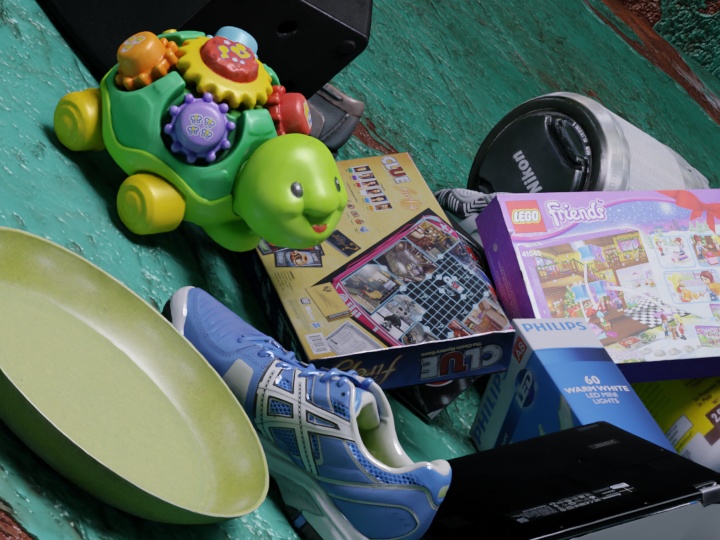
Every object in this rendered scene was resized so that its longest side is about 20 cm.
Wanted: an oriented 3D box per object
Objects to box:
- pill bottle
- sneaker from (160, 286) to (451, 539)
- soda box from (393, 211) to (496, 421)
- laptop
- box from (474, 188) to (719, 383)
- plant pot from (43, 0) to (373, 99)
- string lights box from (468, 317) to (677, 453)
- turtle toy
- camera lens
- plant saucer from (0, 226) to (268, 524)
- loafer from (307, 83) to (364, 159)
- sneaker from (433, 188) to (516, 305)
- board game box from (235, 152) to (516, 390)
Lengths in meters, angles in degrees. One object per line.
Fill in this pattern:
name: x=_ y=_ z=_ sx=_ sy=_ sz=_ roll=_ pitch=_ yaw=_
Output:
pill bottle: x=0.230 y=0.069 z=1.688 sx=0.200 sy=0.109 sz=0.109 roll=51 pitch=18 yaw=24
sneaker: x=-0.029 y=0.076 z=1.228 sx=0.200 sy=0.077 sz=0.076 roll=45 pitch=18 yaw=15
soda box: x=0.051 y=0.025 z=1.551 sx=0.063 sy=0.071 sz=0.200 roll=43 pitch=16 yaw=-12
laptop: x=0.123 y=0.182 z=1.264 sx=0.186 sy=0.117 sz=0.200 roll=-11 pitch=19 yaw=-30
box: x=0.190 y=0.011 z=1.596 sx=0.199 sy=0.039 sz=0.137 roll=-2 pitch=63 yaw=-28
plant pot: x=-0.103 y=-0.205 z=1.598 sx=0.200 sy=0.199 sz=0.178 roll=25 pitch=35 yaw=-46
string lights box: x=0.147 y=0.131 z=1.432 sx=0.059 sy=0.103 sz=0.200 roll=-1 pitch=38 yaw=-27
turtle toy: x=-0.084 y=-0.081 z=1.386 sx=0.145 sy=0.101 sz=0.200 roll=-11 pitch=51 yaw=-44
camera lens: x=0.200 y=-0.052 z=1.935 sx=0.200 sy=0.160 sz=0.160 roll=25 pitch=23 yaw=-46
plant saucer: x=-0.131 y=0.058 z=1.120 sx=0.200 sy=0.031 sz=0.200 roll=39 pitch=16 yaw=-13
loafer: x=-0.073 y=-0.169 z=1.771 sx=0.200 sy=0.063 sz=0.072 roll=48 pitch=17 yaw=17
sneaker: x=0.092 y=0.003 z=1.709 sx=0.075 sy=0.115 sz=0.200 roll=33 pitch=-16 yaw=-30
board game box: x=0.000 y=0.000 z=1.431 sx=0.135 sy=0.035 sz=0.200 roll=-8 pitch=38 yaw=-17
